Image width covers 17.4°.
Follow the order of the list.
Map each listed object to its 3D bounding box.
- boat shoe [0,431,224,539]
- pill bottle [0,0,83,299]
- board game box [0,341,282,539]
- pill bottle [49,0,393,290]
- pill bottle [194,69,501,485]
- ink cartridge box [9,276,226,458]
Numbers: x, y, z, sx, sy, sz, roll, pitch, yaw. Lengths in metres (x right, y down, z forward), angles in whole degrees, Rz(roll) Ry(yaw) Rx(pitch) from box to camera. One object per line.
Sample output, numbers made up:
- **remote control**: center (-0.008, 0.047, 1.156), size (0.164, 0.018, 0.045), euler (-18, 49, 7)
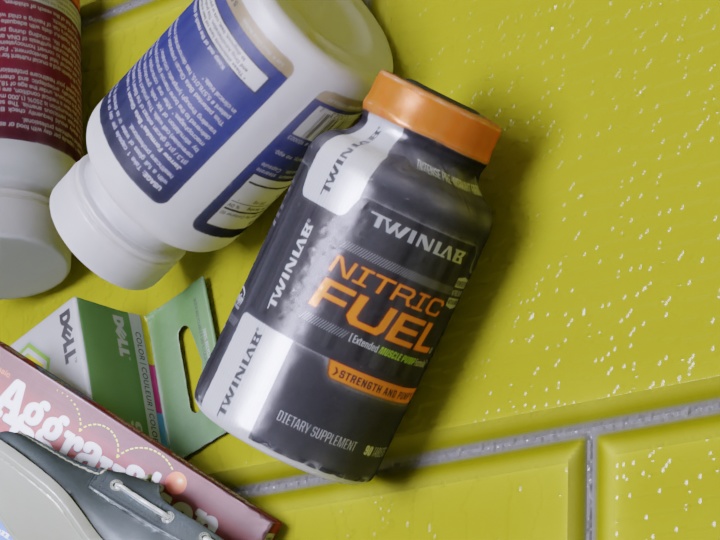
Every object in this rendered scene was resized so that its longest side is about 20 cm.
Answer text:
- **boat shoe**: center (-0.124, 0.144, 1.267), size (0.200, 0.062, 0.073), euler (34, 139, 23)
- **pill bottle**: center (-0.231, -0.091, 1.475), size (0.114, 0.114, 0.201), euler (-25, 59, 37)
- **board game box**: center (-0.151, 0.132, 1.307), size (0.199, 0.019, 0.103), euler (30, 91, 17)
- **pill bottle**: center (-0.084, -0.082, 1.327), size (0.200, 0.111, 0.111), euler (-43, 49, 25)
- **pill bottle**: center (0.000, 0.000, 1.215), size (0.106, 0.106, 0.201), euler (30, 98, 46)
- **ink cartridge box**: center (-0.170, 0.087, 1.387), size (0.200, 0.059, 0.104), euler (-34, 53, 32)
